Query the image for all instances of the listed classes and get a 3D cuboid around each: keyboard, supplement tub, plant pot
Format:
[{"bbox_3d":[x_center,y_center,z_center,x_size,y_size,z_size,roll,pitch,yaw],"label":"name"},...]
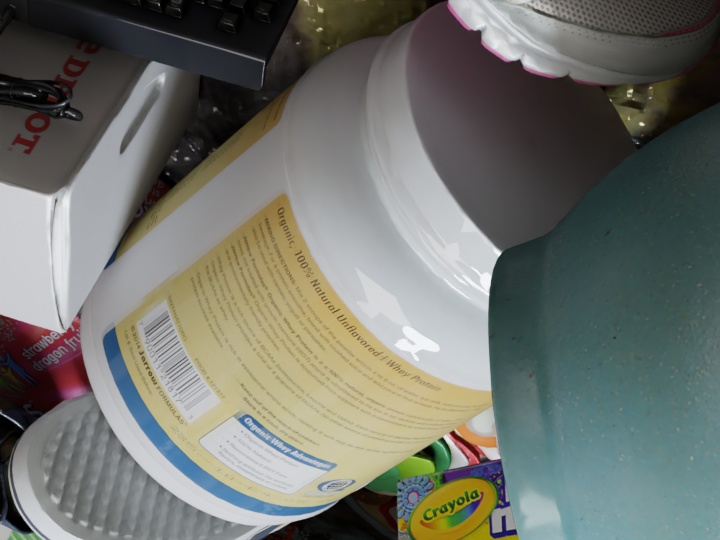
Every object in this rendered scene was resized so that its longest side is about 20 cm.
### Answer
[{"bbox_3d":[-0.125,-0.108,0.704,0.199,0.127,0.021,16,148,9],"label":"keyboard"},{"bbox_3d":[0.000,0.000,0.736,0.145,0.145,0.200,40,132,-17],"label":"supplement tub"},{"bbox_3d":[0.116,0.041,0.583,0.134,0.201,0.201,-10,129,16],"label":"plant pot"}]

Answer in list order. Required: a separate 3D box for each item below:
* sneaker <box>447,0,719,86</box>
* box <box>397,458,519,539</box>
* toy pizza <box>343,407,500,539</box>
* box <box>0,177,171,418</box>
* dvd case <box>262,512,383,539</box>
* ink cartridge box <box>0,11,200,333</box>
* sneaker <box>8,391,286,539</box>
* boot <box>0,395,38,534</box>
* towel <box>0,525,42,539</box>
[{"bbox_3d":[0.052,-0.141,0.622,0.200,0.081,0.088,38,138,-15],"label":"sneaker"},{"bbox_3d":[0.148,0.146,0.769,0.199,0.122,0.193,-15,153,27],"label":"box"},{"bbox_3d":[0.063,0.094,0.893,0.200,0.032,0.201,13,137,13],"label":"toy pizza"},{"bbox_3d":[-0.166,0.024,0.882,0.100,0.096,0.200,42,135,-18],"label":"box"},{"bbox_3d":[-0.053,0.134,0.915,0.200,0.146,0.022,26,101,4],"label":"dvd case"},{"bbox_3d":[-0.178,-0.074,0.748,0.199,0.147,0.083,17,138,9],"label":"ink cartridge box"},{"bbox_3d":[-0.079,0.091,0.815,0.079,0.200,0.079,-27,73,40],"label":"sneaker"},{"bbox_3d":[-0.165,0.056,0.765,0.097,0.075,0.200,18,165,1],"label":"boot"},{"bbox_3d":[-0.133,0.197,0.933,0.200,0.023,0.153,39,111,23],"label":"towel"}]
